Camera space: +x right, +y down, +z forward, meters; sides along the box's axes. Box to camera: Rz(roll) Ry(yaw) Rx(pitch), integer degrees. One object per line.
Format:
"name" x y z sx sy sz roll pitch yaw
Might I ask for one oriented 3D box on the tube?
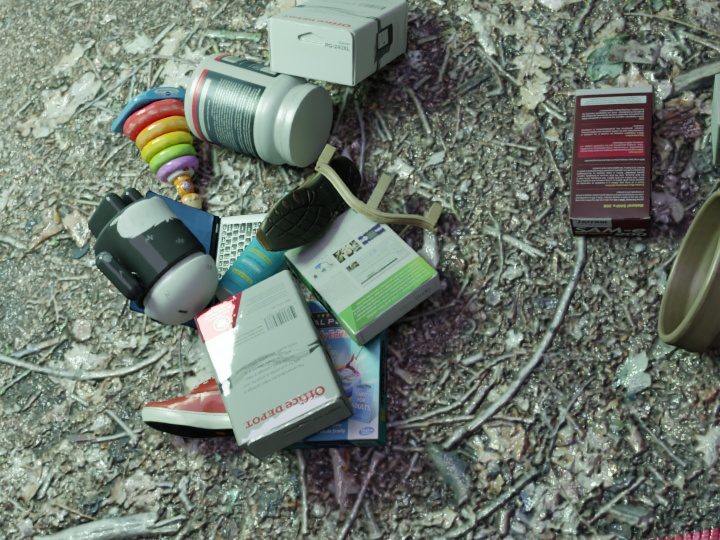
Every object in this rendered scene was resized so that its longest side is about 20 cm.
"tube" -0.135 -0.027 1.418 0.077 0.050 0.201 36 61 3

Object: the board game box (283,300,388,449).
"board game box" -0.039 0.141 1.339 0.149 0.047 0.203 -5 67 15

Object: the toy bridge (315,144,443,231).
"toy bridge" 0.024 -0.105 1.381 0.198 0.027 0.068 29 59 0

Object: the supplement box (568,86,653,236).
"supplement box" 0.347 -0.150 1.331 0.107 0.061 0.203 1 68 19

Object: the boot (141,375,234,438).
"boot" -0.208 0.160 1.374 0.197 0.073 0.146 -2 67 8

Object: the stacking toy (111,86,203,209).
"stacking toy" -0.299 -0.179 1.532 0.109 0.115 0.202 -34 76 43

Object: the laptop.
"laptop" -0.213 -0.016 1.421 0.197 0.116 0.190 -3 68 16

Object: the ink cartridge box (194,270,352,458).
"ink cartridge box" -0.115 0.126 1.282 0.144 0.084 0.202 -25 63 0

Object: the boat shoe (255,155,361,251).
"boat shoe" -0.078 -0.090 1.410 0.200 0.074 0.076 -41 102 -35

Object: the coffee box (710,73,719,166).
"coffee box" 0.563 -0.200 1.256 0.197 0.113 0.081 -2 67 17

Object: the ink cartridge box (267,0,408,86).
"ink cartridge box" -0.031 -0.355 1.464 0.144 0.084 0.200 14 32 22

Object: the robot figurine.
"robot figurine" -0.286 -0.018 1.332 0.150 0.125 0.200 -40 81 -21

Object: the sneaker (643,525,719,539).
"sneaker" 0.346 0.347 1.113 0.197 0.081 0.076 -14 66 11

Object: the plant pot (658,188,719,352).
"plant pot" 0.478 0.022 1.161 0.173 0.200 0.202 19 74 6

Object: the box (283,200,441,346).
"box" 0.000 0.000 1.355 0.144 0.037 0.200 -35 47 -11

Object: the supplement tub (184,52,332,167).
"supplement tub" -0.157 -0.245 1.485 0.198 0.140 0.142 21 75 24
